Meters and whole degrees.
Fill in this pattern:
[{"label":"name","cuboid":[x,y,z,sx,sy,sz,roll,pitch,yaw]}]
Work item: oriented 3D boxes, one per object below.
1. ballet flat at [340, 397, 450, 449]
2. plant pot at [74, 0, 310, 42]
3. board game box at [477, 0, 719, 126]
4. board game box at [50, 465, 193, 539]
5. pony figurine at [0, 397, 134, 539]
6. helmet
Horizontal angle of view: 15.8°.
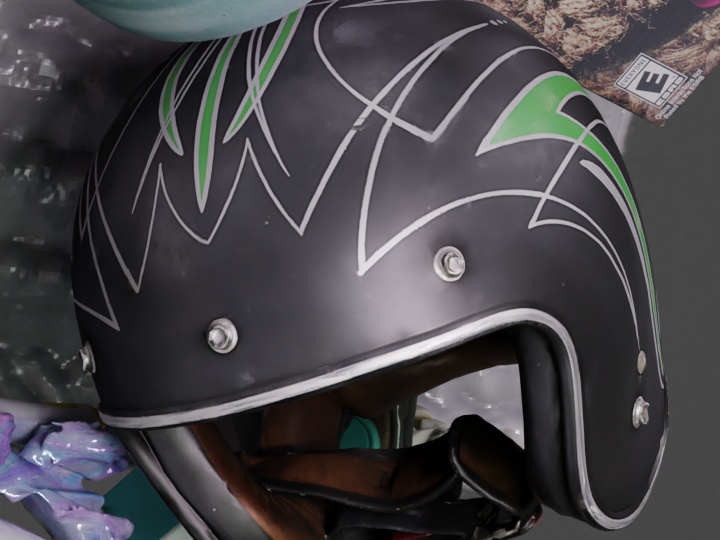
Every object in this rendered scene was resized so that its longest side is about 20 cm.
[{"label":"ballet flat","cuboid":[0.007,0.043,0.996,0.068,0.068,0.200,-4,112,-41]},{"label":"plant pot","cuboid":[-0.073,-0.182,0.759,0.134,0.200,0.200,22,99,-48]},{"label":"board game box","cuboid":[0.069,-0.168,0.892,0.200,0.097,0.159,23,120,-33]},{"label":"board game box","cuboid":[-0.092,0.176,0.970,0.200,0.047,0.151,-40,125,13]},{"label":"pony figurine","cuboid":[-0.166,0.048,0.823,0.200,0.193,0.167,28,86,-41]},{"label":"helmet","cuboid":[0.000,0.000,0.844,0.200,0.200,0.191,-39,125,-9]}]
